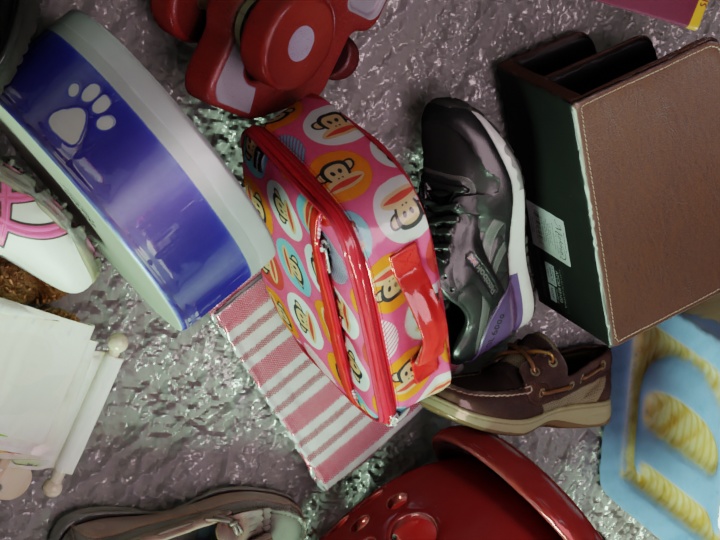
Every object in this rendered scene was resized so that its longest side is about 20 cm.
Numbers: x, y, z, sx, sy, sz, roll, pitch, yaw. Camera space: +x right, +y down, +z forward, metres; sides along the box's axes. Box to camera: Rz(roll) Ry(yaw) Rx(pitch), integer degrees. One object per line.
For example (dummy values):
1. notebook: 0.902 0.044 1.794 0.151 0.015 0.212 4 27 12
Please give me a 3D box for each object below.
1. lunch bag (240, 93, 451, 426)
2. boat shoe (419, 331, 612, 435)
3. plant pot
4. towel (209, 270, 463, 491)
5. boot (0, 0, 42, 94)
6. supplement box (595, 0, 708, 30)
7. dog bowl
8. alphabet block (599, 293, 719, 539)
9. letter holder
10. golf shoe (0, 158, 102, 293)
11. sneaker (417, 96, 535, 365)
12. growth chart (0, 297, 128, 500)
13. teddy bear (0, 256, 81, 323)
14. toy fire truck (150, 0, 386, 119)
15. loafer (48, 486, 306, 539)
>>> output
1. lunch bag: 0.000 0.000 1.411 0.082 0.176 0.201 -29 135 -17
2. boat shoe: 0.124 0.080 1.620 0.199 0.072 0.072 3 104 -43
3. plant pot: 0.077 0.233 1.593 0.182 0.200 0.201 -43 125 -14
4. towel: -0.017 0.048 1.564 0.146 0.030 0.201 -39 124 -13
5. boot: -0.266 -0.208 1.265 0.157 0.079 0.213 20 76 -39
6. supplement box: 0.156 -0.247 1.464 0.199 0.086 0.111 10 109 -34
7. dog bowl: -0.146 -0.061 1.338 0.079 0.200 0.200 -40 124 -9
8. alphabet block: 0.325 0.111 1.681 0.199 0.195 0.198 -9 116 -27
9. letter holder: 0.200 -0.073 1.581 0.142 0.100 0.201 -24 120 -20
10. golf shoe: -0.255 -0.039 1.348 0.200 0.073 0.092 39 78 -20
11. sneaker: 0.070 -0.023 1.537 0.087 0.075 0.201 -37 125 -34
12. growth chart: -0.244 0.072 1.369 0.199 0.018 0.145 25 104 -38
13. teddy bear: -0.270 0.039 1.392 0.199 0.067 0.146 6 105 -32
14. toy fire truck: -0.033 -0.192 1.412 0.168 0.112 0.201 15 100 -55
15. loafer: -0.124 0.203 1.545 0.199 0.063 0.072 -2 111 -28
